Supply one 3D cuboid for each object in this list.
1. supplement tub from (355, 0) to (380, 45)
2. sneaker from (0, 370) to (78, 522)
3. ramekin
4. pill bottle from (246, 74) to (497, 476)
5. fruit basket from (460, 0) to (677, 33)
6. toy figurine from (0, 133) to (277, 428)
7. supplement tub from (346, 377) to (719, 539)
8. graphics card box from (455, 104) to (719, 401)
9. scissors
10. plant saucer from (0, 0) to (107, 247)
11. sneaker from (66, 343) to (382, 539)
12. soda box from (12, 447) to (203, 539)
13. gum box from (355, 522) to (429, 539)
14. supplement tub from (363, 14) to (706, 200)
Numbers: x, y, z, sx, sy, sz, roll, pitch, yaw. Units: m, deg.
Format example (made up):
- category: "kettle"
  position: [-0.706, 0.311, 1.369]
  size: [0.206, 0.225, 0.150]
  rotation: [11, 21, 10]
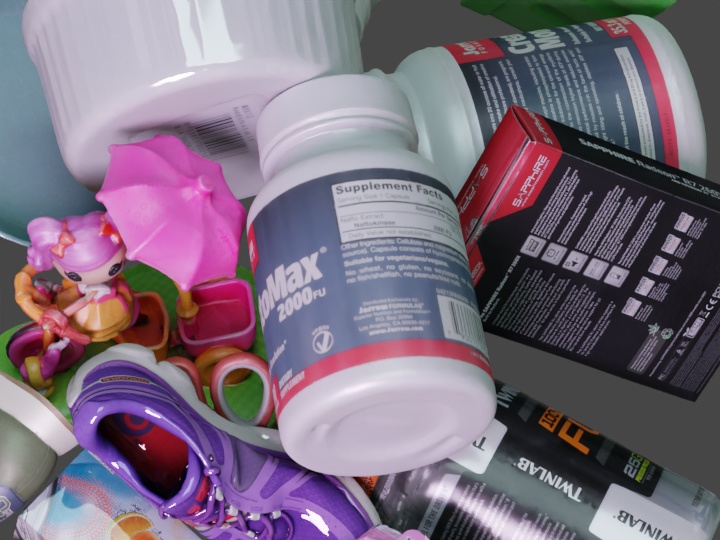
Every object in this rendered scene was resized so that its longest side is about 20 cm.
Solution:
- category: "supplement tub"
  position: [-0.040, -0.243, 1.601]
  size: [0.144, 0.145, 0.201]
  rotation: [11, 63, -1]
- category: "sneaker"
  position: [-0.253, 0.085, 1.429]
  size: [0.200, 0.067, 0.090]
  rotation: [24, 71, 36]
- category: "ramekin"
  position: [-0.092, -0.115, 1.460]
  size: [0.200, 0.201, 0.098]
  rotation: [-8, 67, -10]
- category: "pill bottle"
  position: [0.000, 0.000, 1.380]
  size: [0.119, 0.120, 0.201]
  rotation: [-6, 61, -9]
- category: "fruit basket"
  position: [0.121, -0.241, 1.579]
  size: [0.215, 0.216, 0.156]
  rotation: [31, 64, 9]
- category: "toy figurine"
  position: [-0.134, 0.002, 1.434]
  size: [0.199, 0.184, 0.150]
  rotation: [-7, 53, -3]
- category: "supplement tub"
  position: [0.095, 0.139, 1.439]
  size: [0.200, 0.123, 0.123]
  rotation: [27, 64, 7]
- category: "graphics card box"
  position: [0.144, -0.008, 1.475]
  size: [0.200, 0.126, 0.051]
  rotation: [18, 24, -26]
- category: "scissors"
  position: [-0.060, 0.133, 1.429]
  size: [0.073, 0.201, 0.014]
  rotation: [-17, 22, 5]
- category: "plant saucer"
  position: [-0.189, -0.097, 1.552]
  size: [0.199, 0.036, 0.201]
  rotation: [8, 66, -19]
- category: "sneaker"
  position: [-0.079, 0.123, 1.373]
  size: [0.200, 0.081, 0.083]
  rotation: [31, 19, -12]
- category: "soda box"
  position: [-0.102, 0.191, 1.408]
  size: [0.200, 0.068, 0.064]
  rotation: [41, 66, 5]
- category: "gum box"
  position: [0.025, 0.244, 1.356]
  size: [0.113, 0.066, 0.200]
  rotation: [-39, 108, -21]
- category: "supplement tub"
  position: [0.098, -0.075, 1.535]
  size: [0.199, 0.140, 0.141]
  rotation: [-10, 65, -12]
